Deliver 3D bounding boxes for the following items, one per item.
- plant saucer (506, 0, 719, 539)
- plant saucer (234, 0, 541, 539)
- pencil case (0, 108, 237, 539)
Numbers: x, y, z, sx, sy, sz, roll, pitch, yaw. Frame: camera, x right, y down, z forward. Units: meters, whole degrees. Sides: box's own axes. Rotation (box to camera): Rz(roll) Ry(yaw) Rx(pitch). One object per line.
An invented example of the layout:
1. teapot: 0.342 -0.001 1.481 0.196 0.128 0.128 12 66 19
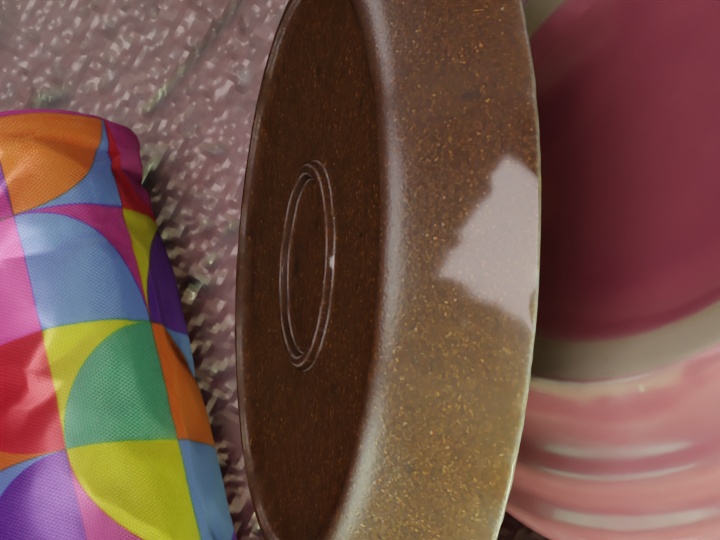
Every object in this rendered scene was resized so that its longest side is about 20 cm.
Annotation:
1. plant saucer: 0.090 -0.025 0.752 0.201 0.051 0.201 -25 45 28
2. plant saucer: 0.000 0.000 0.763 0.034 0.200 0.200 2 79 -15
3. pencil case: -0.084 0.055 0.842 0.088 0.088 0.200 -18 73 19
